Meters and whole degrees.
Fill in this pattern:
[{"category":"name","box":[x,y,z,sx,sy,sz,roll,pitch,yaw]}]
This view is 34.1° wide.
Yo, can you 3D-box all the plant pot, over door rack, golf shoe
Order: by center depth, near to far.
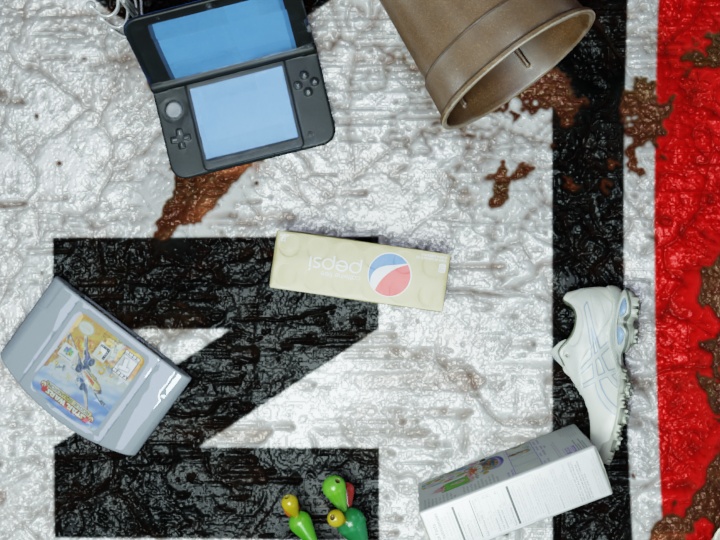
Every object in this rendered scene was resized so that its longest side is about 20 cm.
[{"category":"plant pot","box":[0.115,-0.291,1.275,0.200,0.200,0.199,-36,81,2]},{"category":"over door rack","box":[-0.271,-0.371,1.306,0.066,0.148,0.201,9,91,-3]},{"category":"golf shoe","box":[0.263,0.116,1.330,0.097,0.078,0.201,5,83,14]}]

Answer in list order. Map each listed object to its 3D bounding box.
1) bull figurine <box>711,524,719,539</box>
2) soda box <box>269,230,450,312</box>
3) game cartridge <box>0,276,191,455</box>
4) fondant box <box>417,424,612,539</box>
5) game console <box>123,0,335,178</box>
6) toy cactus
[{"category":"bull figurine","box":[0.455,0.290,1.310,0.199,0.065,0.122,-10,123,-5]},{"category":"soda box","box":[0.000,0.000,1.337,0.199,0.064,0.068,8,91,2]},{"category":"game cartridge","box":[-0.314,0.118,1.368,0.200,0.042,0.133,36,88,2]},{"category":"fondant box","box":[0.164,0.240,1.291,0.199,0.144,0.059,-20,91,3]},{"category":"game console","box":[-0.143,-0.210,1.315,0.199,0.118,0.172,-14,90,3]},{"category":"toy cactus","box":[-0.022,0.333,1.340,0.164,0.102,0.201,10,88,-16]}]
